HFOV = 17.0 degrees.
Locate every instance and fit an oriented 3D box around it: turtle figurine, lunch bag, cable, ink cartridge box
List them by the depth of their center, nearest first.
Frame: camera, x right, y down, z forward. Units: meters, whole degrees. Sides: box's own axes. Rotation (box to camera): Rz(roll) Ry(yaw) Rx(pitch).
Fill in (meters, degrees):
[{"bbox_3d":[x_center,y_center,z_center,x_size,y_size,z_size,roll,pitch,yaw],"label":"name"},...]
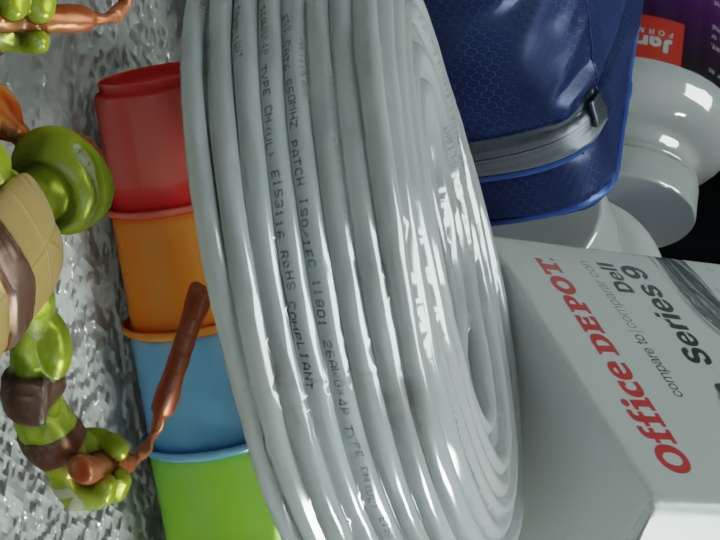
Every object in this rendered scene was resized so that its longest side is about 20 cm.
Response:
[{"bbox_3d":[-0.106,-0.003,0.610,0.161,0.064,0.201,-54,146,-48],"label":"turtle figurine"},{"bbox_3d":[0.000,0.000,0.716,0.200,0.069,0.201,-71,150,-74],"label":"cable"},{"bbox_3d":[0.133,0.070,0.840,0.084,0.199,0.146,-65,-145,29],"label":"ink cartridge box"},{"bbox_3d":[0.033,-0.096,0.883,0.200,0.135,0.133,-72,152,-49],"label":"lunch bag"}]

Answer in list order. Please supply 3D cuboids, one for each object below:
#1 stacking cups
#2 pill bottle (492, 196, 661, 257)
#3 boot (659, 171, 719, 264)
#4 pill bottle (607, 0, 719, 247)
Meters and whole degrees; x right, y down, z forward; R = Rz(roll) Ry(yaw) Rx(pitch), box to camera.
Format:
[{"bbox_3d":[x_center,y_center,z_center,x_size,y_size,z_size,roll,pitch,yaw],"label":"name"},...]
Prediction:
[{"bbox_3d":[-0.045,0.034,0.772,0.061,0.060,0.201,-43,128,-64],"label":"stacking cups"},{"bbox_3d":[0.090,0.037,1.067,0.200,0.111,0.112,63,32,-48],"label":"pill bottle"},{"bbox_3d":[0.183,0.019,1.190,0.076,0.200,0.169,47,33,-27],"label":"boot"},{"bbox_3d":[0.138,-0.116,1.210,0.113,0.112,0.201,56,37,-55],"label":"pill bottle"}]
